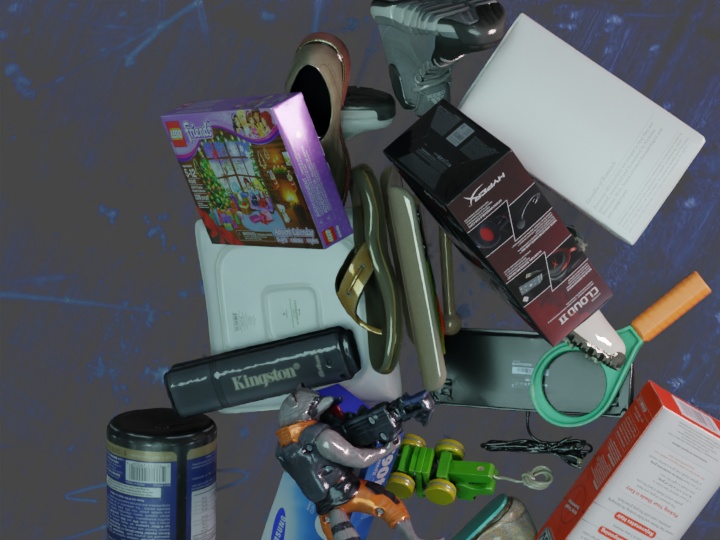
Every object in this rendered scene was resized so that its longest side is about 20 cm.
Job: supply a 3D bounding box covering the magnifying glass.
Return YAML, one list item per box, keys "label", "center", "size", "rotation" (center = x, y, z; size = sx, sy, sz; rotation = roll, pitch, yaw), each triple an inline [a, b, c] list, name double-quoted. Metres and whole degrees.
- label: "magnifying glass"
  center: [0.246, 0.072, 1.688]
  size: [0.200, 0.022, 0.080]
  rotation: [-39, 76, 7]

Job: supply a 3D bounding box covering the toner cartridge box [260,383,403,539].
- label: "toner cartridge box"
  center: [-0.032, 0.222, 1.751]
  size: [0.095, 0.043, 0.201]
  rotation: [34, 118, 32]

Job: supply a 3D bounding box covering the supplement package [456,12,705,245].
- label: "supplement package"
  center: [0.197, -0.126, 1.621]
  size: [0.199, 0.117, 0.118]
  rotation: [35, 96, 5]

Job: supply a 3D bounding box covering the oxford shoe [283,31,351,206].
- label: "oxford shoe"
  center: [-0.050, -0.113, 1.637]
  size: [0.070, 0.075, 0.201]
  rotation: [5, 116, 12]

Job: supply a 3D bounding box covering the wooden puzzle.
- label: "wooden puzzle"
  center: [0.053, 0.001, 1.648]
  size: [0.037, 0.200, 0.186]
  rotation: [-11, 99, -1]

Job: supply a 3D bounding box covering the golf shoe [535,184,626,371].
- label: "golf shoe"
  center: [0.186, 0.006, 1.665]
  size: [0.088, 0.077, 0.200]
  rotation: [-44, 75, 3]

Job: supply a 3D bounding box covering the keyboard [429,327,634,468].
- label: "keyboard"
  center: [0.164, 0.123, 1.725]
  size: [0.198, 0.021, 0.128]
  rotation: [3, 85, 14]

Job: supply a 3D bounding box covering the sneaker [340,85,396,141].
- label: "sneaker"
  center: [-0.051, -0.110, 1.724]
  size: [0.199, 0.076, 0.116]
  rotation: [-5, 108, 22]

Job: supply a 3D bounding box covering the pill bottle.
- label: "pill bottle"
  center: [-0.200, 0.248, 1.795]
  size: [0.111, 0.112, 0.202]
  rotation: [4, 101, 13]

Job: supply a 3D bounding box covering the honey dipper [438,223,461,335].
- label: "honey dipper"
  center: [0.083, -0.037, 1.715]
  size: [0.038, 0.038, 0.202]
  rotation: [-3, 101, 14]

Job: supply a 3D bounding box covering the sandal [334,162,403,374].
- label: "sandal"
  center: [0.000, 0.000, 1.690]
  size: [0.054, 0.080, 0.202]
  rotation: [-8, 88, -15]

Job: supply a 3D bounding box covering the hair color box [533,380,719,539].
- label: "hair color box"
  center: [0.261, 0.215, 1.689]
  size: [0.101, 0.061, 0.201]
  rotation: [29, 106, -16]

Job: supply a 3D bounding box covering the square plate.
- label: "square plate"
  center: [-0.064, 0.043, 1.769]
  size: [0.197, 0.028, 0.202]
  rotation: [-4, 99, 14]

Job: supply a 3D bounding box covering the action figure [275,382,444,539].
- label: "action figure"
  center: [-0.006, 0.186, 1.630]
  size: [0.200, 0.104, 0.194]
  rotation: [-37, 83, 42]

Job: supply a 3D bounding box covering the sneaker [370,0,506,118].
- label: "sneaker"
  center: [0.079, -0.189, 1.629]
  size: [0.075, 0.200, 0.116]
  rotation: [-15, 109, -21]

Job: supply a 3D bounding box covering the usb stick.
- label: "usb stick"
  center: [-0.098, 0.100, 1.755]
  size: [0.199, 0.033, 0.056]
  rotation: [-14, 95, 15]

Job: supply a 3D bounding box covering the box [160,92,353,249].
- label: "box"
  center: [-0.098, -0.090, 1.642]
  size: [0.199, 0.039, 0.138]
  rotation: [3, 118, 55]

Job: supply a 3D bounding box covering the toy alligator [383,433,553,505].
- label: "toy alligator"
  center: [0.091, 0.205, 1.749]
  size: [0.198, 0.060, 0.054]
  rotation: [7, 141, 13]

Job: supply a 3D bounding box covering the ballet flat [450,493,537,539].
- label: "ballet flat"
  center: [0.094, 0.303, 1.760]
  size: [0.200, 0.068, 0.067]
  rotation: [-39, 100, 18]

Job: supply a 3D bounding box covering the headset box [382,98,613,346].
- label: "headset box"
  center: [0.124, -0.035, 1.545]
  size: [0.075, 0.149, 0.200]
  rotation: [-40, 121, -2]
